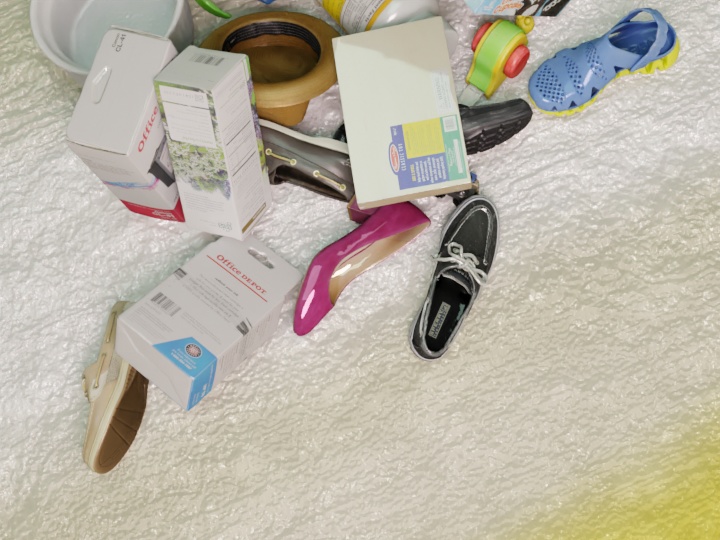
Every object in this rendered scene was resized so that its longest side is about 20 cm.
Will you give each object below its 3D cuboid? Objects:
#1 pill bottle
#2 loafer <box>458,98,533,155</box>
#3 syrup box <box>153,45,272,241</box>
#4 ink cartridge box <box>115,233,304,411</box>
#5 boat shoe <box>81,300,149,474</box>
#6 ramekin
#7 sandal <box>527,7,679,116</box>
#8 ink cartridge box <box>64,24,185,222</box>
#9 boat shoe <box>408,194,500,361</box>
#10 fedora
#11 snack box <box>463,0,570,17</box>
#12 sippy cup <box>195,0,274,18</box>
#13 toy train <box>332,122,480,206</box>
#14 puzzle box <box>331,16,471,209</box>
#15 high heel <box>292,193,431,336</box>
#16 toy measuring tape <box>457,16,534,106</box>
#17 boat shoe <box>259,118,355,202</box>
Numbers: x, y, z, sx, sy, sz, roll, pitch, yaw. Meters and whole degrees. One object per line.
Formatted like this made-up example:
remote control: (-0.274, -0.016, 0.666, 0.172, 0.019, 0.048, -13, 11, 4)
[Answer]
pill bottle: (0.026, -0.325, 1.292, 0.112, 0.113, 0.201, -39, 71, -6)
loafer: (0.103, -0.169, 1.231, 0.197, 0.068, 0.072, -17, 71, -5)
syrup box: (-0.163, -0.141, 1.198, 0.077, 0.203, 0.082, 13, 44, 23)
ink cartridge box: (-0.167, 0.050, 1.198, 0.115, 0.067, 0.200, 35, 50, 16)
boat shoe: (-0.284, 0.131, 1.214, 0.064, 0.072, 0.204, 7, 69, 16)
ramekin: (-0.306, -0.317, 1.341, 0.196, 0.098, 0.205, -2, 73, 7)
sandal: (0.287, -0.254, 1.251, 0.197, 0.087, 0.080, -28, 73, 0)
ink cartridge box: (-0.247, -0.163, 1.230, 0.084, 0.200, 0.150, 14, 75, 12)
boat shoe: (0.109, 0.004, 1.192, 0.073, 0.068, 0.202, 29, 79, -2)
fedora: (-0.105, -0.236, 1.282, 0.196, 0.083, 0.203, -2, 44, 2)
snack box: (0.162, -0.355, 1.254, 0.117, 0.198, 0.037, 53, 126, 17)
sippy cup: (-0.138, -0.409, 1.319, 0.178, 0.129, 0.141, -42, 38, 23)
toy train: (0.059, -0.131, 1.270, 0.197, 0.034, 0.046, 26, 67, 14)
puzzle box: (0.045, -0.177, 1.192, 0.130, 0.025, 0.204, -9, 76, 4)
high heel: (0.000, 0.000, 1.221, 0.095, 0.068, 0.202, 23, 66, 18)
toy measuring tape: (0.145, -0.237, 1.272, 0.073, 0.074, 0.201, 37, 80, 16)
boat shoe: (-0.093, -0.132, 1.268, 0.197, 0.072, 0.062, 14, 70, 9)
